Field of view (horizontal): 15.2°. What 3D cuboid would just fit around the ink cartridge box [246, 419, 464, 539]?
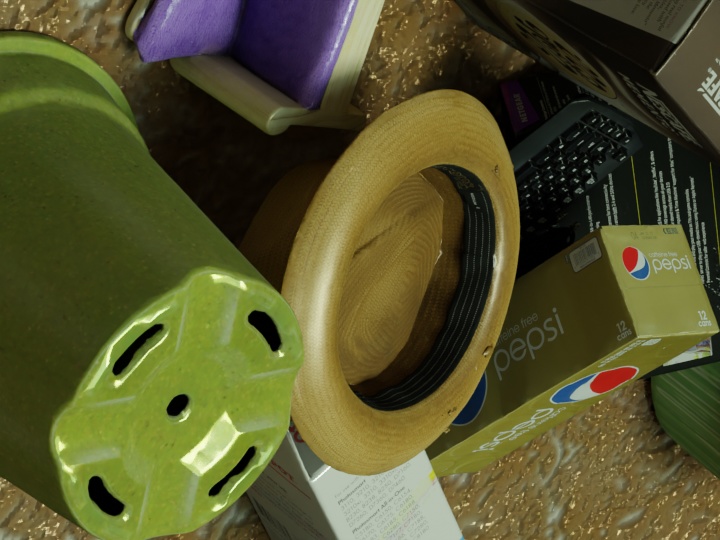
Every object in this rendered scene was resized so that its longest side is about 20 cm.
[{"bbox_3d":[-0.019,0.095,1.403,0.068,0.115,0.201,-40,138,-15],"label":"ink cartridge box"}]

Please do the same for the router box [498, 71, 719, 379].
[{"bbox_3d":[0.164,-0.030,1.500,0.148,0.051,0.201,-13,130,-1],"label":"router box"}]

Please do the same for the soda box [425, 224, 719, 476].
[{"bbox_3d":[0.093,0.046,1.437,0.067,0.064,0.200,-2,157,-43],"label":"soda box"}]

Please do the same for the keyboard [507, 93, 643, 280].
[{"bbox_3d":[0.072,-0.011,1.416,0.200,0.040,0.104,-39,151,22],"label":"keyboard"}]

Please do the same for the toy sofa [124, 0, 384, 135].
[{"bbox_3d":[-0.026,-0.169,1.246,0.097,0.083,0.201,2,115,-46],"label":"toy sofa"}]

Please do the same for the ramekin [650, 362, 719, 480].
[{"bbox_3d":[0.273,0.052,1.673,0.199,0.098,0.201,-24,131,-31],"label":"ramekin"}]

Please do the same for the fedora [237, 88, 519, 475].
[{"bbox_3d":[0.000,0.000,1.290,0.200,0.081,0.202,-28,124,-50],"label":"fedora"}]

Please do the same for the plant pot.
[{"bbox_3d":[-0.129,0.022,1.196,0.200,0.184,0.201,-24,131,-31],"label":"plant pot"}]

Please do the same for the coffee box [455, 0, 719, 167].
[{"bbox_3d":[0.120,-0.138,1.318,0.080,0.200,0.113,-52,139,-3],"label":"coffee box"}]
